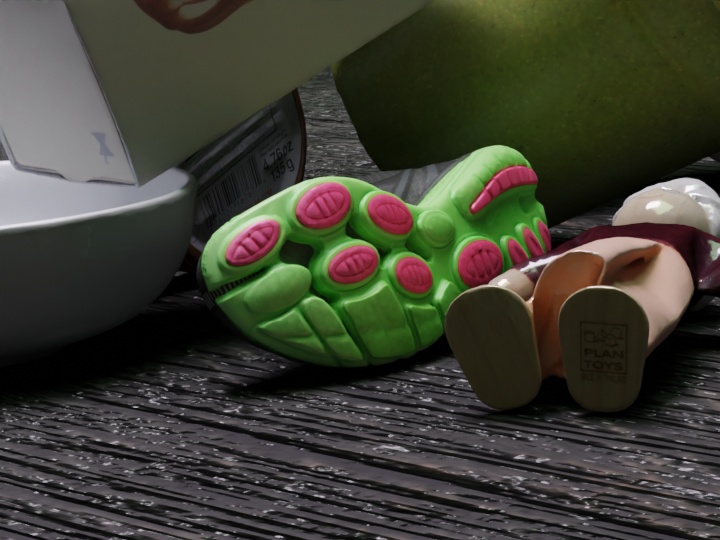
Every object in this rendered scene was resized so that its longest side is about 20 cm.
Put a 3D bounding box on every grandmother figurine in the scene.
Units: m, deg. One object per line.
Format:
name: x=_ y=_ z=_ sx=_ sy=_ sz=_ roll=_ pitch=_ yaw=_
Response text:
grandmother figurine: x=0.101 y=0.003 z=0.919 sx=0.121 sy=0.061 sz=0.200 roll=9 pitch=16 yaw=16

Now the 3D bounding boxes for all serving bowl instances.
serving bowl: x=-0.162 y=0.001 z=0.988 sx=0.199 sy=0.066 sz=0.200 roll=-4 pitch=9 yaw=1

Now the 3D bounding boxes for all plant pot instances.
plant pot: x=0.094 y=-0.106 z=1.120 sx=0.184 sy=0.201 sz=0.200 roll=-33 pitch=-2 yaw=22

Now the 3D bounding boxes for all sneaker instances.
sneaker: x=0.000 y=0.000 z=0.971 sx=0.084 sy=0.077 sz=0.200 roll=-18 pitch=-3 yaw=35

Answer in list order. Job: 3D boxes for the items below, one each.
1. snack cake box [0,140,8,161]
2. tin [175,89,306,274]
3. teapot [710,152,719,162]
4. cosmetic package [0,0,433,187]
snack cake box: x=-0.172 y=-0.103 z=1.146 sx=0.115 sy=0.201 sz=0.067 roll=-6 pitch=14 yaw=-21
tin: x=-0.079 y=-0.091 z=1.112 sx=0.042 sy=0.201 sz=0.112 roll=7 pitch=37 yaw=34
teapot: x=0.217 y=-0.121 z=1.337 sx=0.146 sy=0.200 sz=0.198 roll=-39 pitch=18 yaw=35
cosmetic package: x=-0.057 y=-0.121 z=1.015 sx=0.200 sy=0.088 sz=0.103 roll=-36 pitch=27 yaw=-31
